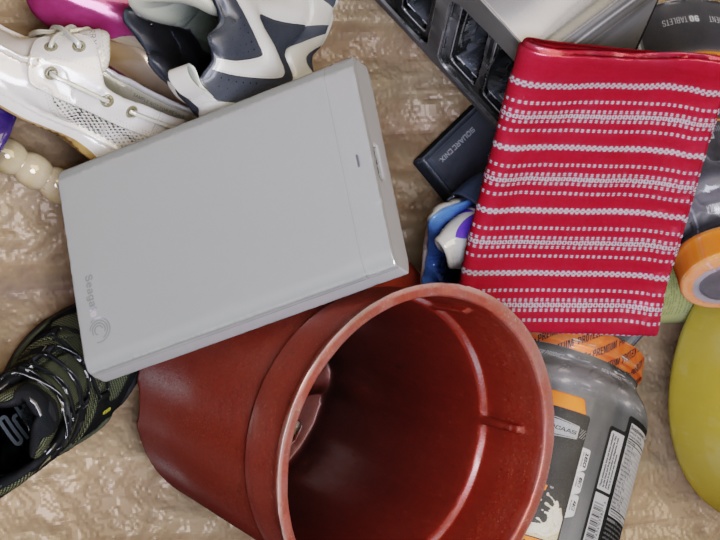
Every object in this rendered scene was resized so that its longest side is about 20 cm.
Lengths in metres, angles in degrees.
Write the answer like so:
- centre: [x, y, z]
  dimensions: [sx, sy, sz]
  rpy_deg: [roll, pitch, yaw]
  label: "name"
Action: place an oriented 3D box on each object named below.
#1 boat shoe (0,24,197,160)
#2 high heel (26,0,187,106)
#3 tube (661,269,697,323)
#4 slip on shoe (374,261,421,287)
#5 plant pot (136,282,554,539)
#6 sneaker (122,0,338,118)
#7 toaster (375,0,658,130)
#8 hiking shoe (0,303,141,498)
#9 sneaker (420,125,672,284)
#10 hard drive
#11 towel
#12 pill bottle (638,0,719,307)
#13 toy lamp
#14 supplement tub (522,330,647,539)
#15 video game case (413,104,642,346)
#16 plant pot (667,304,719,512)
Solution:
- centre: [-0.175, -0.120, 1.436]
  dimensions: [0.200, 0.071, 0.069]
  rpy_deg: [31, 107, -23]
  label: "boat shoe"
- centre: [-0.126, -0.111, 1.489]
  dimensions: [0.200, 0.067, 0.096]
  rpy_deg: [25, 62, -35]
  label: "high heel"
- centre: [0.226, 0.008, 1.637]
  dimensions: [0.200, 0.052, 0.058]
  rpy_deg: [-6, 129, -31]
  label: "tube"
- centre: [0.000, 0.000, 1.520]
  dimensions: [0.074, 0.061, 0.200]
  rpy_deg: [-47, 123, -16]
  label: "slip on shoe"
- centre: [-0.023, 0.088, 1.420]
  dimensions: [0.201, 0.195, 0.201]
  rpy_deg: [-9, 106, -36]
  label: "plant pot"
- centre: [-0.083, -0.171, 1.442]
  dimensions: [0.130, 0.079, 0.199]
  rpy_deg: [35, 53, -45]
  label: "sneaker"
- centre: [0.095, -0.191, 1.512]
  dimensions: [0.119, 0.200, 0.181]
  rpy_deg: [-40, 79, -15]
  label: "toaster"
- centre: [-0.187, 0.084, 1.413]
  dimensions: [0.200, 0.101, 0.076]
  rpy_deg: [-44, 103, -24]
  label: "hiking shoe"
- centre: [0.115, -0.045, 1.495]
  dimensions: [0.146, 0.200, 0.081]
  rpy_deg: [-29, 78, -43]
  label: "sneaker"
- centre: [-0.077, -0.028, 1.366]
  dimensions: [0.026, 0.200, 0.132]
  rpy_deg: [33, 42, -60]
  label: "hard drive"
- centre: [0.142, -0.047, 1.458]
  dimensions: [0.145, 0.022, 0.200]
  rpy_deg: [3, 117, -19]
  label: "towel"
- centre: [0.229, -0.076, 1.594]
  dimensions: [0.106, 0.106, 0.200]
  rpy_deg: [7, 55, -25]
  label: "pill bottle"
- centre: [-0.181, -0.051, 1.460]
  dimensions: [0.200, 0.058, 0.058]
  rpy_deg: [30, 72, -21]
  label: "toy lamp"
- centre: [0.115, 0.139, 1.540]
  dimensions: [0.122, 0.123, 0.200]
  rpy_deg: [22, 73, -22]
  label: "supplement tub"
- centre: [0.146, -0.044, 1.638]
  dimensions: [0.143, 0.019, 0.200]
  rpy_deg: [-44, 102, -24]
  label: "video game case"
- centre: [0.342, 0.089, 1.592]
  dimensions: [0.201, 0.189, 0.201]
  rpy_deg: [-7, 102, -37]
  label: "plant pot"
